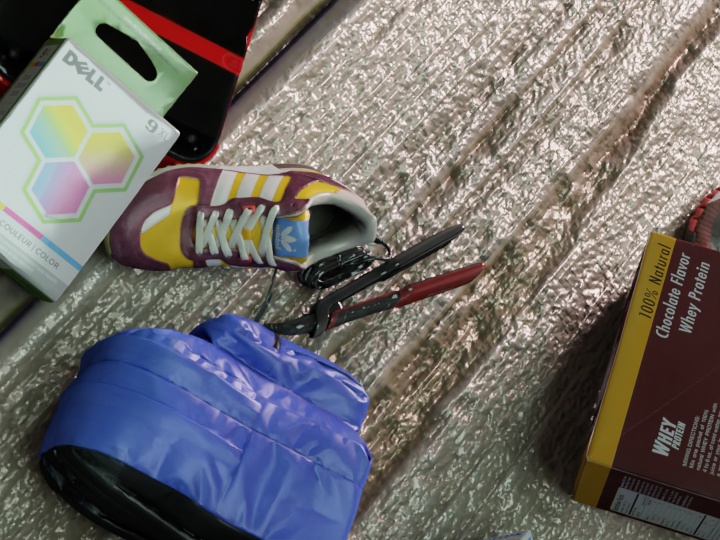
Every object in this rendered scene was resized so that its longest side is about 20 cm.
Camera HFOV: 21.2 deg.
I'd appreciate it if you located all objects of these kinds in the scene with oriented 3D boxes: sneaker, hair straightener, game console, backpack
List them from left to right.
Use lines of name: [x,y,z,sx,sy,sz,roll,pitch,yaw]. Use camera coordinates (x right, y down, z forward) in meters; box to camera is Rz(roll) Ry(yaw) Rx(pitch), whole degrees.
game console: [-0.173,-0.179,1.387,0.200,0.031,0.177,25,68,-28]
backpack: [-0.109,0.115,1.309,0.199,0.162,0.168,25,64,-14]
sneaker: [-0.083,-0.035,1.372,0.199,0.090,0.075,-13,115,-33]
hair straightener: [0.000,0.000,1.470,0.199,0.041,0.077,-21,79,-27]
sneaker: [0.357,-0.055,1.660,0.200,0.098,0.071,-37,105,-29]

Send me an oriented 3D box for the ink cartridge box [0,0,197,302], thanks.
ink cartridge box: [-0.196,-0.090,1.310,0.104,0.059,0.200,41,78,-23]

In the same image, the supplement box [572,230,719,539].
supplement box: [0.292,0.105,1.523,0.199,0.133,0.198,16,71,7]

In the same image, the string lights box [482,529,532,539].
string lights box: [0.090,0.270,1.406,0.200,0.059,0.103,-25,98,-69]
